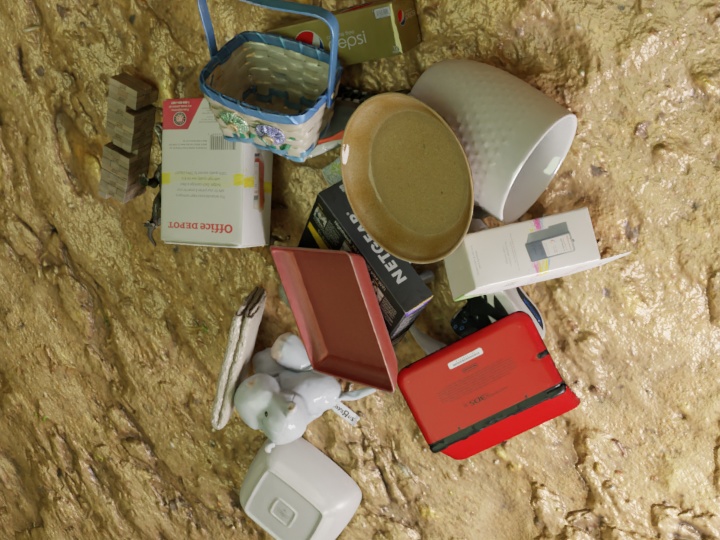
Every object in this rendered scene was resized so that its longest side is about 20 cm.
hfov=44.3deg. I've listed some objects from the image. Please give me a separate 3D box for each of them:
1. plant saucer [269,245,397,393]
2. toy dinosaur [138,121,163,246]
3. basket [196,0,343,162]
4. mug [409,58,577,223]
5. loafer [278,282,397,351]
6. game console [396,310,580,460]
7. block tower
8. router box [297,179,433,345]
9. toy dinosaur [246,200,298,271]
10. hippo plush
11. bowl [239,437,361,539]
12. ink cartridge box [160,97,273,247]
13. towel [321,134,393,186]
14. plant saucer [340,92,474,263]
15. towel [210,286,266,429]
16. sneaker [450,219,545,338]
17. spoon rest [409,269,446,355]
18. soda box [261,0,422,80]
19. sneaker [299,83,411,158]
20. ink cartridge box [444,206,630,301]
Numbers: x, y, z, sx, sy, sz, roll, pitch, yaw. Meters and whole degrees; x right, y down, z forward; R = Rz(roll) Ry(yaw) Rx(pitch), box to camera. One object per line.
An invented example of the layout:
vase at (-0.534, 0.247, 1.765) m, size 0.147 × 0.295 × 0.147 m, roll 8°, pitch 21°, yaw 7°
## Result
plant saucer at (-0.030, 0.055, 1.199) m, size 0.199 × 0.036 × 0.203 m, roll 6°, pitch 119°, yaw 53°
toy dinosaur at (-0.286, -0.121, 1.345) m, size 0.076 × 0.102 × 0.203 m, roll 18°, pitch 128°, yaw 18°
basket at (-0.104, -0.239, 1.063) m, size 0.174 × 0.140 × 0.202 m, roll 18°, pitch 138°, yaw 17°
mug at (0.140, -0.149, 1.067) m, size 0.175 × 0.147 × 0.202 m, roll 38°, pitch 143°, yaw 21°
loafer at (-0.034, 0.071, 1.320) m, size 0.199 × 0.070 × 0.070 m, roll 36°, pitch 161°, yaw 4°
game console at (0.174, 0.161, 1.191) m, size 0.198 × 0.119 × 0.174 m, roll -28°, pitch 91°, yaw 14°
block tower at (-0.359, -0.200, 1.363) m, size 0.057 × 0.054 × 0.202 m, roll 28°, pitch 124°, yaw 14°
router box at (0.000, 0.000, 1.203) m, size 0.201 × 0.052 × 0.158 m, roll 54°, pitch 153°, yaw 13°
toy dinosaur at (-0.165, -0.061, 1.311) m, size 0.199 × 0.060 × 0.108 m, roll 29°, pitch 98°, yaw 43°
hippo plush at (-0.116, 0.216, 1.368) m, size 0.199 × 0.161 × 0.161 m, roll 35°, pitch 125°, yaw 9°
bowl at (-0.116, 0.391, 1.511) m, size 0.199 × 0.075 × 0.201 m, roll 37°, pitch 125°, yaw 9°
ink cartridge box at (-0.203, -0.138, 1.251) m, size 0.143 × 0.083 × 0.204 m, roll 4°, pitch 94°, yaw 26°
towel at (0.037, -0.090, 1.164) m, size 0.173 × 0.048 × 0.199 m, roll 60°, pitch 154°, yaw -4°
plant saucer at (0.059, -0.109, 1.026) m, size 0.198 × 0.035 × 0.203 m, roll 23°, pitch 126°, yaw 36°
towel at (-0.190, 0.133, 1.369) m, size 0.034 × 0.133 × 0.203 m, roll 16°, pitch 107°, yaw 1°
sneaker at (0.151, 0.029, 1.184) m, size 0.111 × 0.073 × 0.202 m, roll -27°, pitch 100°, yaw 34°
spoon rest at (0.104, 0.104, 1.244) m, size 0.060 × 0.099 × 0.203 m, roll -18°, pitch 100°, yaw 0°
soda box at (-0.027, -0.296, 1.125) m, size 0.197 × 0.068 × 0.065 m, roll -3°, pitch 114°, yaw 30°
sneaker at (-0.017, -0.211, 1.161) m, size 0.198 × 0.077 × 0.083 m, roll -16°, pitch 98°, yaw 32°
ink cartridge box at (0.209, -0.022, 1.067) m, size 0.196 × 0.117 × 0.069 m, roll -12°, pitch 83°, yaw -9°
